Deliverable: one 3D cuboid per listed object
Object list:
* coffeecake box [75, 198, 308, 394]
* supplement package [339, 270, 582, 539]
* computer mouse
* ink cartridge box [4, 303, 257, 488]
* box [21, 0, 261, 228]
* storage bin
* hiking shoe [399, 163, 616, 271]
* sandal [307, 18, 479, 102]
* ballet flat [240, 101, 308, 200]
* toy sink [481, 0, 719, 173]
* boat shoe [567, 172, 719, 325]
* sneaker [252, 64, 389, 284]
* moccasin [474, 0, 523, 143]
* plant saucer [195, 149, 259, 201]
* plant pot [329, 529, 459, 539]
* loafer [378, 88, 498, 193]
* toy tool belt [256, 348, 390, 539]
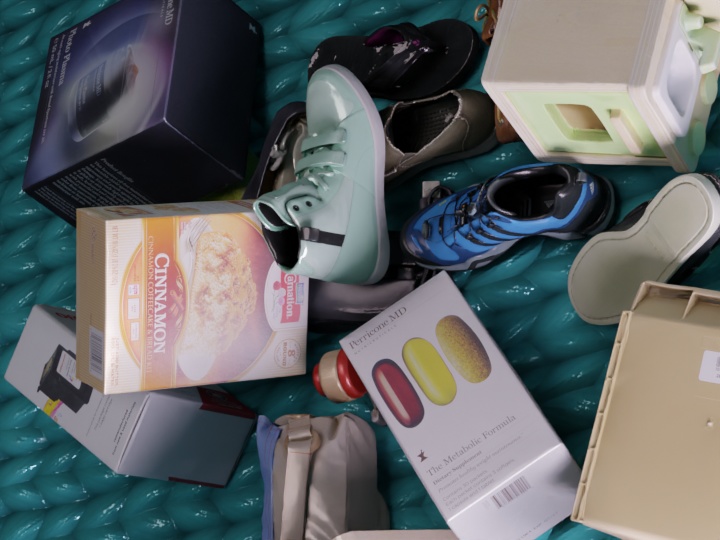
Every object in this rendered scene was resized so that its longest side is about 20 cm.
[{"bbox_3d":[-0.148,0.020,1.759,0.073,0.199,0.155,19,111,58],"label":"coffeecake box"},{"bbox_3d":[0.085,0.121,1.622,0.113,0.110,0.200,-34,54,1],"label":"supplement package"},{"bbox_3d":[0.000,0.000,1.792,0.199,0.053,0.140,-13,68,37],"label":"computer mouse"},{"bbox_3d":[-0.219,0.119,1.874,0.200,0.145,0.083,32,101,42],"label":"ink cartridge box"},{"bbox_3d":[-0.214,-0.164,1.956,0.197,0.123,0.201,-22,49,32],"label":"box"},{"bbox_3d":[0.282,0.124,1.487,0.199,0.093,0.200,9,81,42],"label":"storage bin"},{"bbox_3d":[0.114,-0.055,1.678,0.199,0.087,0.075,-16,64,26],"label":"hiking shoe"},{"bbox_3d":[0.022,-0.194,1.842,0.199,0.048,0.076,-4,73,40],"label":"sandal"},{"bbox_3d":[-0.076,-0.065,1.862,0.073,0.073,0.201,10,80,41],"label":"ballet flat"},{"bbox_3d":[0.218,-0.156,1.580,0.199,0.130,0.113,4,65,30],"label":"toy sink"},{"bbox_3d":[0.240,-0.020,1.585,0.075,0.066,0.200,59,142,19],"label":"boat shoe"},{"bbox_3d":[-0.040,-0.089,1.728,0.074,0.118,0.202,-22,72,45],"label":"sneaker"},{"bbox_3d":[0.135,-0.209,1.741,0.077,0.074,0.203,-11,78,26],"label":"moccasin"},{"bbox_3d":[-0.166,-0.035,1.959,0.199,0.031,0.202,-14,67,36],"label":"plant saucer"},{"bbox_3d":[0.000,0.331,1.598,0.199,0.199,0.178,-32,66,28],"label":"plant pot"},{"bbox_3d":[0.033,-0.123,1.786,0.199,0.070,0.076,-21,63,28],"label":"loafer"},{"bbox_3d":[-0.052,0.172,1.734,0.122,0.125,0.202,-14,66,27],"label":"toy tool belt"}]
